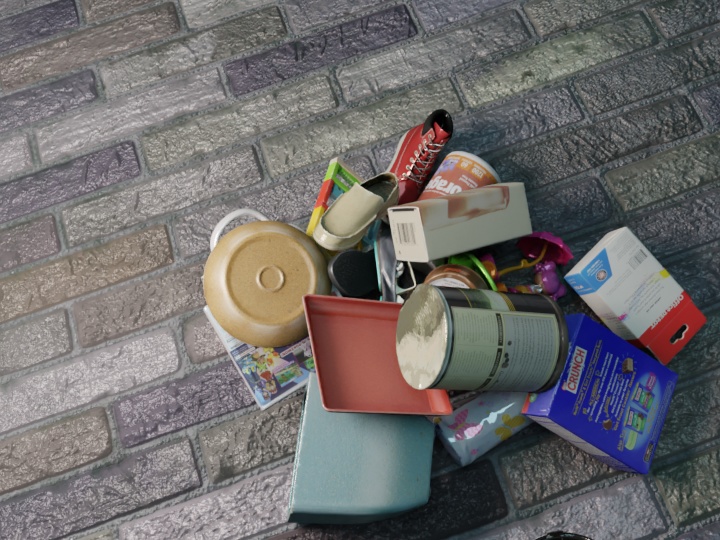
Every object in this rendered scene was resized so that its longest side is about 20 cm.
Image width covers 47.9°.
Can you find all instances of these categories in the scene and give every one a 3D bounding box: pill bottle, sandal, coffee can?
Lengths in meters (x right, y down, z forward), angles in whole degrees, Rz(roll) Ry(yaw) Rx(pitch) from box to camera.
[{"bbox_3d":[0.147,-0.096,1.384,0.112,0.112,0.200,29,73,16],"label":"pill bottle"},{"bbox_3d":[0.001,0.001,1.338,0.048,0.200,0.076,-10,92,33],"label":"sandal"},{"bbox_3d":[0.171,0.098,1.149,0.199,0.146,0.147,5,64,-25],"label":"coffee can"}]

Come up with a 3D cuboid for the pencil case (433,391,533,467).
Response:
[{"bbox_3d":[0.211,0.221,1.263,0.199,0.083,0.091,-30,29,-6],"label":"pencil case"}]

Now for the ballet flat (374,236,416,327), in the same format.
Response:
[{"bbox_3d":[0.056,0.040,1.294,0.073,0.073,0.201,-2,73,5],"label":"ballet flat"}]

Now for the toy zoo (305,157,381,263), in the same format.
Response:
[{"bbox_3d":[-0.025,-0.077,1.379,0.020,0.131,0.201,-18,44,43],"label":"toy zoo"}]

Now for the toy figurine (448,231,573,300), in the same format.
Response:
[{"bbox_3d":[0.271,0.019,1.328,0.183,0.150,0.201,-26,90,-16],"label":"toy figurine"}]

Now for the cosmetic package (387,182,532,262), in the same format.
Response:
[{"bbox_3d":[0.156,-0.077,1.271,0.199,0.103,0.088,-14,98,-27],"label":"cosmetic package"}]

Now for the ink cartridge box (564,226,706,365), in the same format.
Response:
[{"bbox_3d":[0.441,0.044,1.300,0.116,0.067,0.200,-42,91,-12],"label":"ink cartridge box"}]

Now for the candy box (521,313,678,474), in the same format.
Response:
[{"bbox_3d":[0.361,0.185,1.219,0.200,0.077,0.170,32,71,-17],"label":"candy box"}]

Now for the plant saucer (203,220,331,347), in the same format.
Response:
[{"bbox_3d":[-0.139,0.016,1.238,0.199,0.035,0.201,3,77,-13],"label":"plant saucer"}]

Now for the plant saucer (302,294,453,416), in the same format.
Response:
[{"bbox_3d":[0.017,0.129,1.172,0.199,0.037,0.200,7,46,-24],"label":"plant saucer"}]

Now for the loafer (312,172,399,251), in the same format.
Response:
[{"bbox_3d":[-0.004,-0.104,1.318,0.075,0.068,0.200,32,48,18],"label":"loafer"}]

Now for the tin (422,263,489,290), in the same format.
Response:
[{"bbox_3d":[0.138,0.086,1.278,0.112,0.201,0.042,18,29,21],"label":"tin"}]

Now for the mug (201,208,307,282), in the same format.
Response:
[{"bbox_3d":[-0.166,-0.009,1.345,0.175,0.148,0.200,-42,112,-15],"label":"mug"}]

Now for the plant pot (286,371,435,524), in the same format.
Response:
[{"bbox_3d":[0.003,0.280,1.210,0.199,0.196,0.197,8,68,-4],"label":"plant pot"}]

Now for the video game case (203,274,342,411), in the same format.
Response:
[{"bbox_3d":[-0.113,0.088,1.258,0.199,0.023,0.183,-30,85,-18],"label":"video game case"}]

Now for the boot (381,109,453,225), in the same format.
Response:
[{"bbox_3d":[0.099,-0.179,1.402,0.072,0.144,0.201,24,70,-17],"label":"boot"}]

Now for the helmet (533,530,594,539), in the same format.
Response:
[{"bbox_3d":[0.283,0.477,1.091,0.199,0.192,0.200,-8,28,4],"label":"helmet"}]
